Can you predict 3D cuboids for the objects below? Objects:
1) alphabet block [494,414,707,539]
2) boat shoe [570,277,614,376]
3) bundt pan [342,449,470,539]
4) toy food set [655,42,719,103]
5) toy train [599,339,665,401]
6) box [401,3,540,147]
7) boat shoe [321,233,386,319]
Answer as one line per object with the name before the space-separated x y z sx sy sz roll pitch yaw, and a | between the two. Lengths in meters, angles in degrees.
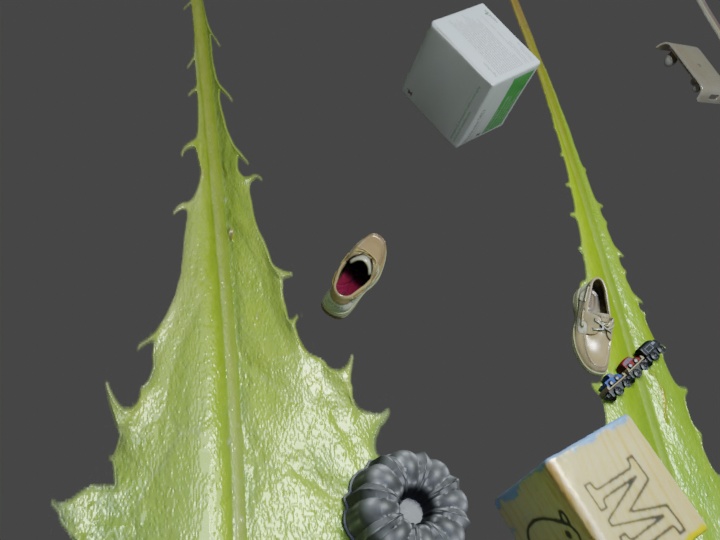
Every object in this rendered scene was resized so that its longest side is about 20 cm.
alphabet block | 0.363 0.375 1.229 0.195 0.196 0.201 -19 65 -29
boat shoe | 0.449 0.104 1.527 0.072 0.065 0.201 16 53 -10
bundt pan | 0.077 0.360 1.201 0.200 0.076 0.203 10 54 -14
toy food set | 0.892 -0.531 2.152 0.143 0.060 0.201 -5 60 -38
toy train | 0.514 0.186 1.517 0.199 0.034 0.046 -31 68 -35
box | 0.232 -0.418 1.717 0.171 0.199 0.200 -29 71 -33
boat shoe | 0.000 0.000 1.423 0.074 0.066 0.200 29 52 0
